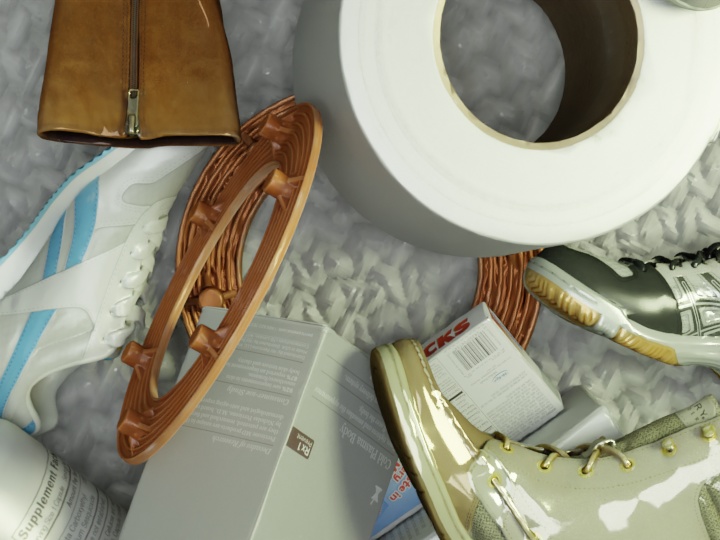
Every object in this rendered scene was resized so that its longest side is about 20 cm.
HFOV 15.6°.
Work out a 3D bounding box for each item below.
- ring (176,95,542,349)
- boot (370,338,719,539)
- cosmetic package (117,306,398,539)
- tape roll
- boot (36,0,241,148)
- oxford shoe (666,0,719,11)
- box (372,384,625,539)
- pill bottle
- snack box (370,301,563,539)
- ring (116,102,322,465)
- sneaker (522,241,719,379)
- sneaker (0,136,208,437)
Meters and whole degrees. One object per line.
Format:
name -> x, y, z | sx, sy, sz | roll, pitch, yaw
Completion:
ring -> 0.000, 0.000, 1.419 | 0.200, 0.019, 0.201 | 0, 96, 0
boot -> 0.106, 0.095, 1.316 | 0.154, 0.072, 0.200 | -29, 100, 0
cosmetic package -> -0.056, 0.131, 1.324 | 0.090, 0.107, 0.201 | 7, 72, 33
tape roll -> 0.074, -0.110, 1.334 | 0.202, 0.139, 0.204 | 1, 87, -11
boot -> -0.073, -0.163, 1.343 | 0.187, 0.069, 0.201 | -2, 72, 0
oxford shoe -> 0.162, -0.226, 1.262 | 0.075, 0.058, 0.201 | -4, 84, -14
box -> 0.079, 0.173, 1.405 | 0.200, 0.097, 0.125 | -36, 96, 1
pill bottle -> -0.192, 0.143, 1.371 | 0.200, 0.114, 0.114 | 40, 94, -18
snack box -> 0.008, 0.101, 1.411 | 0.200, 0.024, 0.072 | -36, 115, 11
ring -> -0.076, 0.003, 1.306 | 0.019, 0.200, 0.201 | 29, 95, -14
sneaker -> 0.184, 0.011, 1.406 | 0.199, 0.076, 0.088 | 19, 94, -16
sneaker -> -0.139, -0.001, 1.392 | 0.081, 0.077, 0.200 | 43, 103, 5
